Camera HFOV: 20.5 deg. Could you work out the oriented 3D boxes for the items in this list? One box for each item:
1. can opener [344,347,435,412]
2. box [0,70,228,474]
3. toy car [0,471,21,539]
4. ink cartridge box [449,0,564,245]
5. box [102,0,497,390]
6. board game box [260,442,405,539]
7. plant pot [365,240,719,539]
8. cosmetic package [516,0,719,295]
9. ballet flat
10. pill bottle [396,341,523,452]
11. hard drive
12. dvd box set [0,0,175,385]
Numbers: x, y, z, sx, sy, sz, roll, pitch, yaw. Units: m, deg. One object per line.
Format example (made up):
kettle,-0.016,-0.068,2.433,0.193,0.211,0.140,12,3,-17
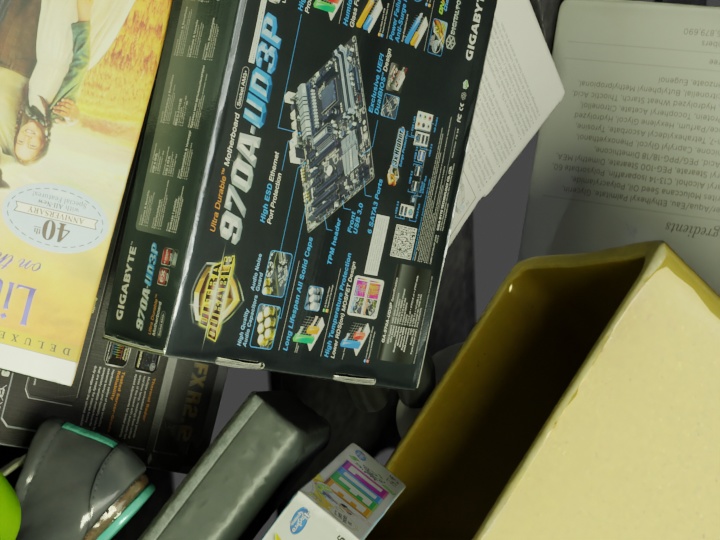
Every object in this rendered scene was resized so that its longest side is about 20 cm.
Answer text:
can opener,0.000,0.000,1.021,0.200,0.053,0.067,69,18,-56
box,-0.116,-0.015,0.911,0.158,0.048,0.202,16,87,-51
toy car,-0.235,0.116,0.730,0.199,0.158,0.165,-27,137,-3
ink cartridge box,0.022,-0.115,1.051,0.176,0.045,0.201,-52,133,-29
box,-0.021,-0.054,0.869,0.158,0.046,0.202,10,92,-47
board game box,-0.061,0.172,0.874,0.200,0.034,0.134,-53,175,9
plant pot,0.134,0.126,0.974,0.200,0.195,0.195,37,79,-12
cosmetic package,0.213,-0.048,1.199,0.164,0.164,0.202,9,92,-49
ballet flat,-0.169,0.143,0.863,0.200,0.073,0.073,-52,141,13
pill bottle,0.097,0.129,1.149,0.110,0.109,0.200,-58,136,-22
hard drive,-0.088,0.141,0.881,0.200,0.033,0.140,-52,175,0
dvd box set,-0.162,-0.067,0.812,0.145,0.029,0.201,17,86,-21
